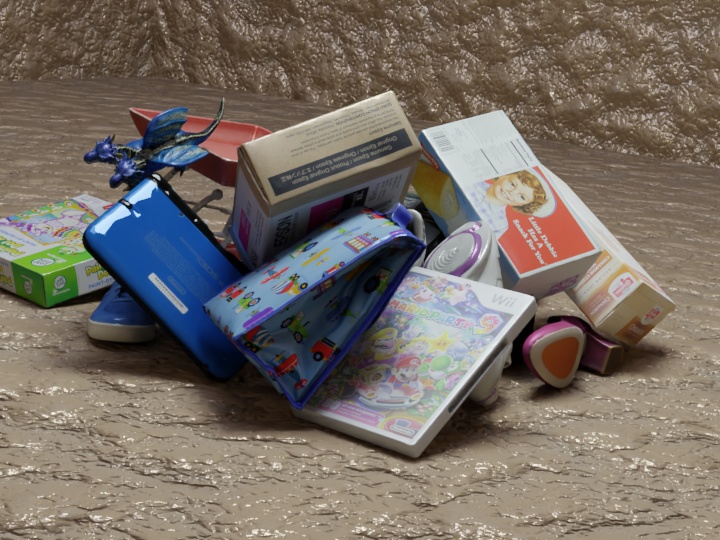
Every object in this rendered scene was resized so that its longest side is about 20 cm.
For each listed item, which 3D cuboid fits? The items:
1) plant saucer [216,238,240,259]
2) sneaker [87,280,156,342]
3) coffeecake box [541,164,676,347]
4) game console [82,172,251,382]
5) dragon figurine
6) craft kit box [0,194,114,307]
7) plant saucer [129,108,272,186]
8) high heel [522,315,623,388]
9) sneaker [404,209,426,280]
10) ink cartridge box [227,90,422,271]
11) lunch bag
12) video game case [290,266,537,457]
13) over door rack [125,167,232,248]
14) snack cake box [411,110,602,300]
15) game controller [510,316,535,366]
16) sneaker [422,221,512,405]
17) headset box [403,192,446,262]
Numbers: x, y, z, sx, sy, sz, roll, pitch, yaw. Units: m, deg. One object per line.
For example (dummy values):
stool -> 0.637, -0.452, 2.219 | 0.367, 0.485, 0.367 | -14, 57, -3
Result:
plant saucer -> -0.258, -0.024, 1.970 | 0.198, 0.037, 0.199 | -5, 15, -42
sneaker -> -0.237, 0.005, 1.654 | 0.076, 0.112, 0.200 | 7, 12, 7
coffeecake box -> 0.244, -0.020, 1.746 | 0.200, 0.073, 0.153 | 51, 12, 25
game console -> -0.177, 0.014, 1.573 | 0.171, 0.200, 0.118 | -45, 1, -41
dragon figurine -> -0.198, -0.129, 1.617 | 0.199, 0.059, 0.099 | -27, 0, -29
craft kit box -> -0.342, -0.027, 1.830 | 0.199, 0.049, 0.197 | 18, 32, 42
plant saucer -> -0.139, -0.132, 1.805 | 0.199, 0.037, 0.199 | 4, 18, -44
high heel -> 0.192, 0.071, 1.617 | 0.095, 0.068, 0.199 | 25, 15, 31
sneaker -> 0.001, 0.027, 1.511 | 0.076, 0.201, 0.081 | 28, -27, 4
ink cartridge box -> -0.039, -0.077, 1.544 | 0.164, 0.076, 0.200 | -23, -17, -15
lunch bag -> -0.033, 0.009, 1.433 | 0.094, 0.200, 0.150 | 47, -5, -19
video game case -> 0.049, 0.077, 1.414 | 0.142, 0.018, 0.200 | 14, 48, 38
over door rack -> -0.165, -0.058, 1.818 | 0.148, 0.067, 0.200 | 44, 9, 36
snack cake box -> 0.146, -0.064, 1.645 | 0.114, 0.067, 0.201 | -16, 62, -33
game controller -> 0.154, 0.018, 1.703 | 0.104, 0.042, 0.200 | 45, 28, -16
sneaker -> 0.107, 0.042, 1.529 | 0.074, 0.100, 0.201 | -17, 44, 28
headset box -> 0.000, 0.000, 1.684 | 0.173, 0.094, 0.200 | 12, 38, 30
